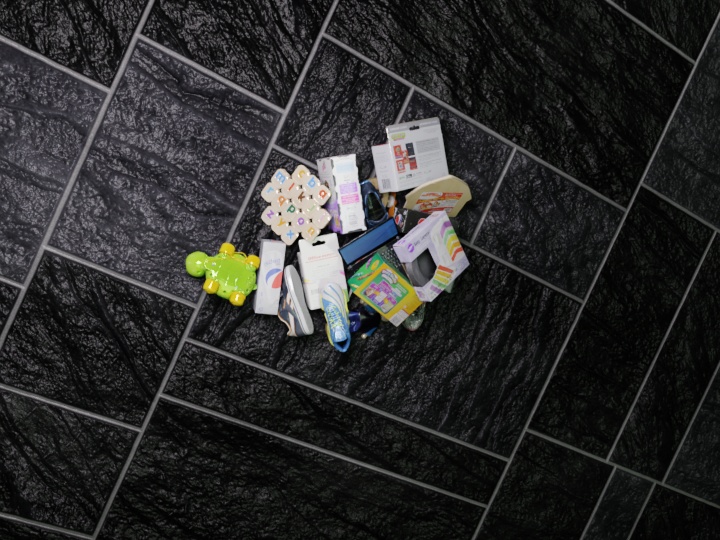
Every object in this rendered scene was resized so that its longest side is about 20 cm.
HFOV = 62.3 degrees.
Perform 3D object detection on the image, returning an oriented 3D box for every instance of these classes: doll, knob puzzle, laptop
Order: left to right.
[{"bbox_3d":[-0.001,0.140,1.738,0.199,0.048,0.137,-6,118,-17],"label":"doll"},{"bbox_3d":[0.056,-0.024,1.636,0.177,0.103,0.200,-31,101,-1],"label":"laptop"},{"bbox_3d":[0.221,-0.216,1.690,0.219,0.220,0.031,-1,64,-16],"label":"knob puzzle"}]

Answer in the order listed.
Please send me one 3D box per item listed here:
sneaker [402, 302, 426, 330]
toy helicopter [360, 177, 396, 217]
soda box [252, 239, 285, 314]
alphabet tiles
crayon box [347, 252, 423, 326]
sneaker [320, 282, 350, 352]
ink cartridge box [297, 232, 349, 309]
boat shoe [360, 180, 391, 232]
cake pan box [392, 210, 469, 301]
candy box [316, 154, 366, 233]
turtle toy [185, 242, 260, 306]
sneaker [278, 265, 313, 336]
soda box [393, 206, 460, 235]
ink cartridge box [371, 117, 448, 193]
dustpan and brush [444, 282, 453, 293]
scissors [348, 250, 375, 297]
[{"bbox_3d":[0.159,0.081,1.760,0.080,0.075,0.201,4,100,-7],"label":"sneaker"},{"bbox_3d":[0.051,-0.168,1.708,0.132,0.079,0.201,-16,113,-22],"label":"toy helicopter"},{"bbox_3d":[-0.252,0.017,1.642,0.063,0.068,0.201,6,96,-17],"label":"soda box"},{"bbox_3d":[-0.174,-0.175,1.602,0.200,0.015,0.196,44,111,10],"label":"alphabet tiles"},{"bbox_3d":[0.075,0.055,1.648,0.119,0.058,0.200,-44,125,9],"label":"crayon box"},{"bbox_3d":[-0.058,0.134,1.632,0.075,0.105,0.201,-16,116,-10],"label":"sneaker"},{"bbox_3d":[-0.109,-0.002,1.679,0.117,0.067,0.201,-12,103,-13],"label":"ink cartridge box"},{"bbox_3d":[0.036,-0.146,1.628,0.084,0.069,0.200,-30,127,1],"label":"boat shoe"},{"bbox_3d":[0.197,-0.039,1.647,0.200,0.052,0.185,-38,110,-31],"label":"cake pan box"},{"bbox_3d":[-0.053,-0.208,1.610,0.071,0.168,0.201,-12,102,-15],"label":"candy box"},{"bbox_3d":[-0.369,0.007,1.590,0.199,0.101,0.146,26,68,-15],"label":"turtle toy"},{"bbox_3d":[-0.197,0.089,1.661,0.079,0.078,0.201,-15,89,16],"label":"sneaker"},{"bbox_3d":[0.189,-0.131,1.720,0.199,0.063,0.071,9,97,-33],"label":"soda box"},{"bbox_3d":[0.138,-0.322,1.658,0.199,0.084,0.176,-18,103,-34],"label":"ink cartridge box"},{"bbox_3d":[0.223,-0.036,1.723,0.200,0.057,0.140,29,70,-25],"label":"dustpan and brush"},{"bbox_3d":[0.000,0.000,1.700,0.014,0.073,0.201,17,82,-57],"label":"scissors"}]
